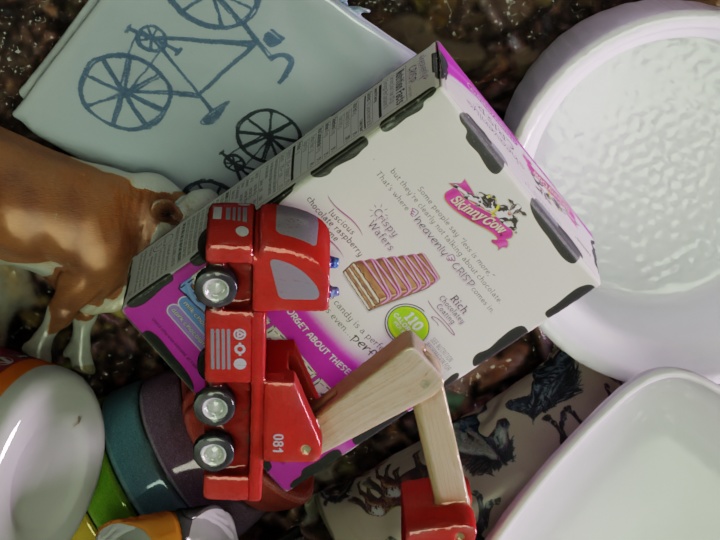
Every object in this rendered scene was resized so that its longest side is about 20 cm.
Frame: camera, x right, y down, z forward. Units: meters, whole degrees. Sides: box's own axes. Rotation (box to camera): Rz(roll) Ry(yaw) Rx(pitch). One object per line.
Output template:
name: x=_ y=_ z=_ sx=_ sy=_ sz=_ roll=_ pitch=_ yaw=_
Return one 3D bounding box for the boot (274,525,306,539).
boot: x=-0.045 y=0.235 z=1.399 sx=0.131 sy=0.068 sz=0.200 roll=45 pitch=129 yaw=13

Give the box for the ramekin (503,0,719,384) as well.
ramekin: x=0.165 y=-0.048 z=1.311 sx=0.199 sy=0.098 sz=0.202 roll=-1 pitch=108 yaw=-4

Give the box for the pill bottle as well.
pill bottle: x=-0.239 y=0.078 z=1.267 sx=0.199 sy=0.109 sz=0.110 roll=16 pitch=109 yaw=26

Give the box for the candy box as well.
candy box: x=0.000 y=0.000 z=1.234 sx=0.199 sy=0.061 sz=0.137 roll=-33 pitch=113 yaw=16

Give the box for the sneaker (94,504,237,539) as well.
sneaker: x=-0.095 y=0.192 z=1.271 sx=0.075 sy=0.092 sz=0.200 roll=-8 pitch=149 yaw=-10

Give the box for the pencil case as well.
pencil case: x=0.067 y=0.111 z=1.363 sx=0.199 sy=0.090 sz=0.078 roll=-31 pitch=143 yaw=6

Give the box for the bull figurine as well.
bull figurine: x=-0.165 y=-0.016 z=1.300 sx=0.199 sy=0.065 sz=0.122 roll=24 pitch=99 yaw=2

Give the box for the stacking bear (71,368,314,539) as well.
stacking bear: x=-0.136 y=0.124 z=1.336 sx=0.199 sy=0.122 sz=0.114 roll=-31 pitch=124 yaw=14

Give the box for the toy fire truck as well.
toy fire truck: x=-0.011 y=0.063 z=1.205 sx=0.140 sy=0.049 sz=0.201 roll=2 pitch=117 yaw=-2

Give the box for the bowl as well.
bowl: x=0.162 y=0.165 z=1.286 sx=0.199 sy=0.075 sz=0.200 roll=40 pitch=93 yaw=-7

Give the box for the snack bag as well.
snack bag: x=-0.055 y=-0.088 z=1.278 sx=0.199 sy=0.021 sz=0.189 roll=32 pitch=131 yaw=-14
